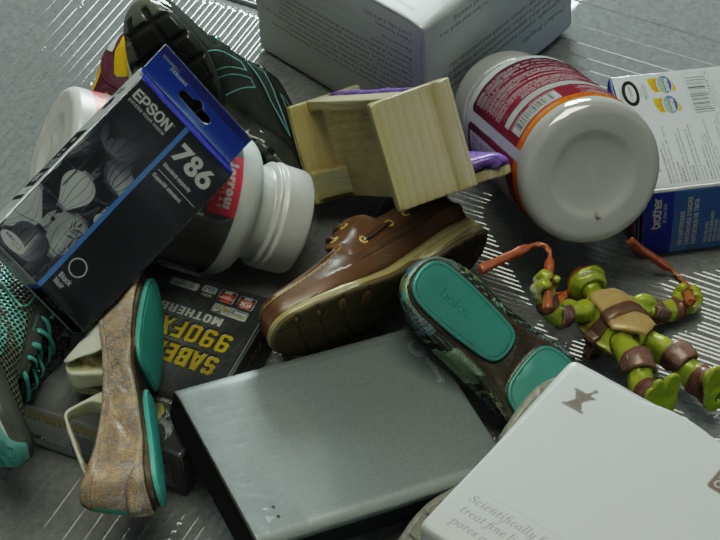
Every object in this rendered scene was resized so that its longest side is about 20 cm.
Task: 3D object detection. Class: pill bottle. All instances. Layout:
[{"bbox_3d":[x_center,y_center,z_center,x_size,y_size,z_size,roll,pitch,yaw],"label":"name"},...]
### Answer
[{"bbox_3d":[0.142,-0.101,1.608,0.109,0.110,0.200,-14,22,-10],"label":"pill bottle"},{"bbox_3d":[-0.140,-0.060,1.586,0.199,0.111,0.111,14,42,-23],"label":"pill bottle"}]

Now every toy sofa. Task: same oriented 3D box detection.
[{"bbox_3d":[0.026,-0.099,1.582,0.097,0.083,0.200,-20,10,-18],"label":"toy sofa"}]

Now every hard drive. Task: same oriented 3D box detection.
[{"bbox_3d":[-0.014,0.119,1.468,0.199,0.033,0.140,-14,53,-27],"label":"hard drive"}]

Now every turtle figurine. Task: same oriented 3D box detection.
[{"bbox_3d":[0.185,0.043,1.528,0.199,0.065,0.161,5,33,-37],"label":"turtle figurine"}]

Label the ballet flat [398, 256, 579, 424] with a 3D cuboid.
[{"bbox_3d":[0.104,0.069,1.510,0.200,0.074,0.074,48,59,1],"label":"ballet flat"}]

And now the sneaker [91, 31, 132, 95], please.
[{"bbox_3d":[-0.183,-0.098,1.696,0.075,0.090,0.201,19,64,-29],"label":"sneaker"}]

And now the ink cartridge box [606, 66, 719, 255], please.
[{"bbox_3d":[0.269,-0.089,1.654,0.198,0.077,0.137,-5,46,-4],"label":"ink cartridge box"}]

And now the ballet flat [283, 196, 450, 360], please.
[{"bbox_3d":[0.005,-0.003,1.606,0.067,0.047,0.200,28,54,26],"label":"ballet flat"}]

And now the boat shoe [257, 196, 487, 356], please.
[{"bbox_3d":[0.000,0.000,1.544,0.199,0.072,0.068,-27,63,-32],"label":"boat shoe"}]

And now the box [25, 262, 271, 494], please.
[{"bbox_3d":[-0.182,0.064,1.551,0.199,0.049,0.159,17,50,18],"label":"box"}]

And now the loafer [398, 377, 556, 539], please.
[{"bbox_3d":[0.096,0.164,1.430,0.072,0.063,0.200,36,80,32],"label":"loafer"}]

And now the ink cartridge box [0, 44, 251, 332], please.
[{"bbox_3d":[-0.166,-0.060,1.494,0.099,0.039,0.200,46,71,-15],"label":"ink cartridge box"}]

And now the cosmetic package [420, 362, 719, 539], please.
[{"bbox_3d":[0.147,0.202,1.302,0.164,0.201,0.165,29,54,27],"label":"cosmetic package"}]

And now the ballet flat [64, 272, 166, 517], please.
[{"bbox_3d":[-0.171,0.082,1.458,0.067,0.068,0.201,-9,46,4],"label":"ballet flat"}]

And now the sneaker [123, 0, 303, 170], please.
[{"bbox_3d":[-0.111,-0.139,1.672,0.075,0.200,0.079,-26,21,35],"label":"sneaker"}]

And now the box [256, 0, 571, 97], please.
[{"bbox_3d":[0.045,-0.242,1.770,0.199,0.131,0.199,32,56,29],"label":"box"}]

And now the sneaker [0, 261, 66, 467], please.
[{"bbox_3d":[-0.245,0.049,1.488,0.091,0.078,0.201,-12,50,-13],"label":"sneaker"}]
